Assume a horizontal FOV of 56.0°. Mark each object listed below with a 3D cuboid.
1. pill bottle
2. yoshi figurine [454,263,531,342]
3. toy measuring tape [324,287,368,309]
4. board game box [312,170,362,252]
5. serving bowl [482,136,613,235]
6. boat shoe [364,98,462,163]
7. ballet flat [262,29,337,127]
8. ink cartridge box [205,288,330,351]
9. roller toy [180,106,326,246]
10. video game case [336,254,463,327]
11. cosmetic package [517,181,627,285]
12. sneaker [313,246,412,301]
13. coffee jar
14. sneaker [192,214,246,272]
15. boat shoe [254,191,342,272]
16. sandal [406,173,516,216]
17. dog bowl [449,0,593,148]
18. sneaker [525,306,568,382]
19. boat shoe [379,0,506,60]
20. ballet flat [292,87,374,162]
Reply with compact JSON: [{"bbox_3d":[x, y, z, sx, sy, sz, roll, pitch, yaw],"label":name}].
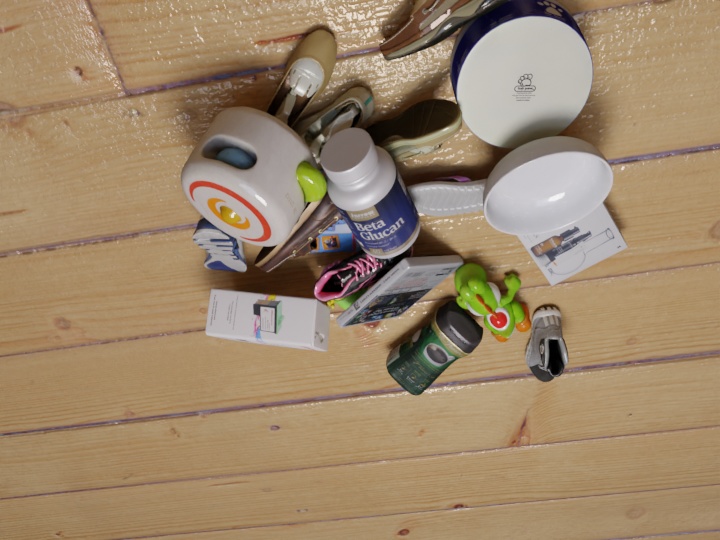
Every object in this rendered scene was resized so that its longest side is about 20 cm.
[{"bbox_3d":[0.014,-0.117,1.029,0.108,0.113,0.201,-17,143,14],"label":"pill bottle"},{"bbox_3d":[0.239,0.050,1.267,0.110,0.114,0.199,14,163,44],"label":"yoshi figurine"},{"bbox_3d":[0.008,0.018,1.239,0.198,0.075,0.073,-32,124,25],"label":"toy measuring tape"},{"bbox_3d":[-0.068,-0.099,1.162,0.194,0.037,0.154,-2,131,0],"label":"board game box"},{"bbox_3d":[0.277,-0.137,1.030,0.194,0.067,0.202,-6,150,-3],"label":"serving bowl"},{"bbox_3d":[0.079,-0.199,1.027,0.198,0.075,0.063,-14,142,41],"label":"boat shoe"},{"bbox_3d":[-0.095,-0.260,1.008,0.068,0.064,0.201,26,126,-18],"label":"ballet flat"},{"bbox_3d":[-0.161,0.091,1.229,0.194,0.086,0.145,5,171,9],"label":"ink cartridge box"},{"bbox_3d":[-0.165,-0.129,0.995,0.181,0.142,0.198,38,154,-23],"label":"roller toy"},{"bbox_3d":[0.073,0.035,1.205,0.181,0.024,0.198,-43,160,29],"label":"video game case"},{"bbox_3d":[0.348,-0.083,1.164,0.149,0.052,0.200,-31,123,21],"label":"cosmetic package"},{"bbox_3d":[0.000,0.000,1.151,0.197,0.095,0.080,-31,88,23],"label":"sneaker"},{"bbox_3d":[0.146,0.152,1.335,0.104,0.086,0.200,41,122,-7],"label":"coffee jar"},{"bbox_3d":[-0.231,-0.077,1.157,0.078,0.118,0.200,5,160,-1],"label":"sneaker"},{"bbox_3d":[-0.098,-0.058,1.125,0.070,0.071,0.199,36,122,-22],"label":"boat shoe"},{"bbox_3d":[0.164,-0.133,1.126,0.197,0.051,0.083,-2,147,4],"label":"sandal"},{"bbox_3d":[0.230,-0.283,0.976,0.194,0.080,0.204,0,131,0],"label":"dog bowl"},{"bbox_3d":[0.371,0.181,1.342,0.073,0.117,0.203,-7,130,7],"label":"sneaker"},{"bbox_3d":[0.109,-0.359,0.925,0.197,0.076,0.075,-23,100,29],"label":"boat shoe"},{"bbox_3d":[-0.061,-0.209,1.050,0.198,0.070,0.069,-35,122,27],"label":"ballet flat"}]
